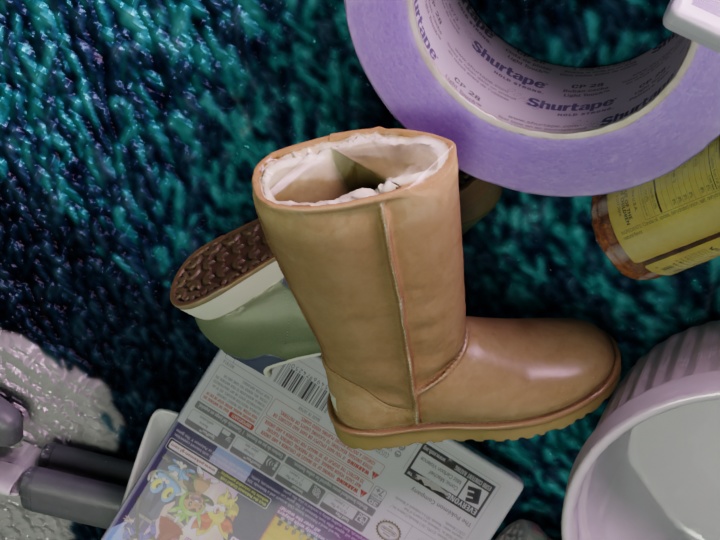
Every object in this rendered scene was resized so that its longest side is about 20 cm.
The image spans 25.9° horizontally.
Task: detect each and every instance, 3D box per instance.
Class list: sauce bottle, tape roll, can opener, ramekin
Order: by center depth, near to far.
[{"bbox_3d":[0.098,-0.141,0.746,0.200,0.085,0.200,9,122,14],"label":"tape roll"},{"bbox_3d":[0.201,-0.051,0.749,0.200,0.066,0.066,-23,111,46],"label":"sauce bottle"},{"bbox_3d":[0.215,0.119,0.849,0.200,0.105,0.200,8,122,13],"label":"ramekin"},{"bbox_3d":[-0.200,0.129,1.021,0.200,0.053,0.067,16,124,8],"label":"can opener"}]

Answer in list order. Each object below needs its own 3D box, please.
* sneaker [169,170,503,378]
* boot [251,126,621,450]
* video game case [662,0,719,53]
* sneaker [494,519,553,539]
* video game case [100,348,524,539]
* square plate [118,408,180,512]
[{"bbox_3d":[0.000,0.000,0.877,0.200,0.067,0.090,-23,127,17],"label":"sneaker"},{"bbox_3d":[0.048,0.010,0.804,0.175,0.066,0.200,-14,137,-2],"label":"boot"},{"bbox_3d":[0.248,-0.152,0.652,0.182,0.022,0.200,25,81,2],"label":"video game case"},{"bbox_3d":[0.086,0.261,0.953,0.105,0.075,0.200,35,86,-14],"label":"sneaker"},{"bbox_3d":[-0.032,0.151,0.948,0.200,0.023,0.182,32,93,-3],"label":"video game case"},{"bbox_3d":[-0.067,0.208,0.979,0.198,0.028,0.200,20,95,-2],"label":"square plate"}]
